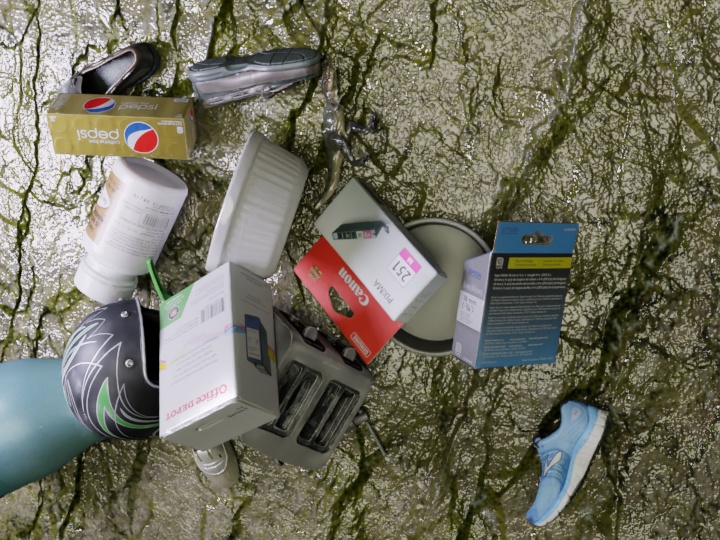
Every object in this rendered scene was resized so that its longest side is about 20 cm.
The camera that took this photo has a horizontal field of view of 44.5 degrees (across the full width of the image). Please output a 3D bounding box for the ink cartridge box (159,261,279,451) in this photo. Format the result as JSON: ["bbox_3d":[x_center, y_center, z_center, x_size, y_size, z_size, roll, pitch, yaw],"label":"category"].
[{"bbox_3d":[-0.189,0.116,1.158,0.144,0.087,0.203,-28,51,27],"label":"ink cartridge box"}]

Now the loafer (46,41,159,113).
[{"bbox_3d":[-0.389,-0.274,1.289,0.198,0.063,0.073,-30,93,14],"label":"loafer"}]

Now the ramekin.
[{"bbox_3d":[-0.139,-0.082,1.221,0.093,0.203,0.205,19,104,-6],"label":"ramekin"}]

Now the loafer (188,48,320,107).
[{"bbox_3d":[-0.145,-0.271,1.246,0.197,0.072,0.064,-1,123,17],"label":"loafer"}]

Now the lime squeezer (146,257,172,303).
[{"bbox_3d":[-0.269,0.064,1.328,0.070,0.038,0.200,-12,128,49],"label":"lime squeezer"}]

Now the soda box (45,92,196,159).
[{"bbox_3d":[-0.339,-0.206,1.258,0.196,0.064,0.069,3,129,2],"label":"soda box"}]

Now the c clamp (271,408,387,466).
[{"bbox_3d":[-0.080,0.240,1.354,0.197,0.027,0.173,-21,97,13],"label":"c clamp"}]

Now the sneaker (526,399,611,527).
[{"bbox_3d":[0.288,0.278,1.285,0.089,0.078,0.203,28,102,23],"label":"sneaker"}]

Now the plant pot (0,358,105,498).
[{"bbox_3d":[-0.495,0.221,1.349,0.185,0.200,0.203,-18,98,-3],"label":"plant pot"}]

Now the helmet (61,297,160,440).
[{"bbox_3d":[-0.330,0.142,1.252,0.189,0.201,0.201,25,109,-37],"label":"helmet"}]

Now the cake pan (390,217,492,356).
[{"bbox_3d":[0.107,0.022,1.273,0.197,0.037,0.204,2,101,10],"label":"cake pan"}]

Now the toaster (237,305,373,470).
[{"bbox_3d":[-0.105,0.170,1.240,0.180,0.118,0.202,32,89,-40],"label":"toaster"}]

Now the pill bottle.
[{"bbox_3d":[-0.344,-0.056,1.298,0.113,0.114,0.202,29,104,3],"label":"pill bottle"}]

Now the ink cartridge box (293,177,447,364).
[{"bbox_3d":[0.000,0.000,1.244,0.174,0.043,0.200,-48,63,15],"label":"ink cartridge box"}]

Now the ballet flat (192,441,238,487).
[{"bbox_3d":[-0.247,0.256,1.368,0.066,0.062,0.203,-18,98,13],"label":"ballet flat"}]

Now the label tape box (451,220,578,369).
[{"bbox_3d":[0.212,0.027,1.207,0.142,0.063,0.204,0,104,-29],"label":"label tape box"}]

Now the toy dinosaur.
[{"bbox_3d":[-0.022,-0.186,1.247,0.087,0.047,0.204,6,97,27],"label":"toy dinosaur"}]
